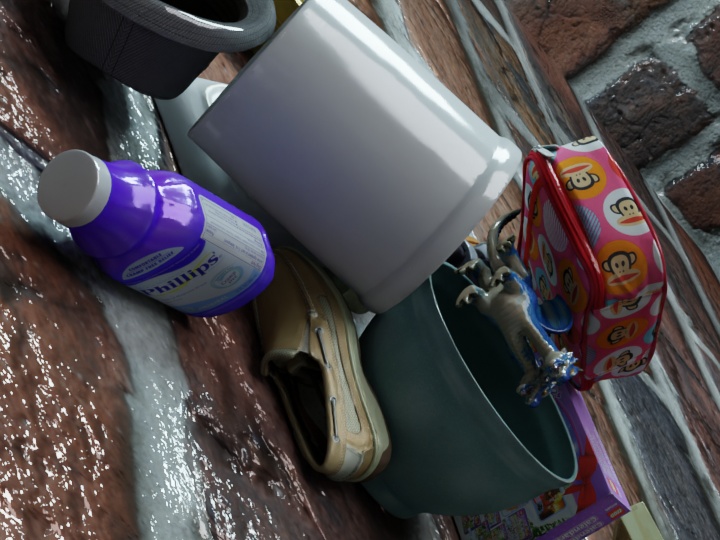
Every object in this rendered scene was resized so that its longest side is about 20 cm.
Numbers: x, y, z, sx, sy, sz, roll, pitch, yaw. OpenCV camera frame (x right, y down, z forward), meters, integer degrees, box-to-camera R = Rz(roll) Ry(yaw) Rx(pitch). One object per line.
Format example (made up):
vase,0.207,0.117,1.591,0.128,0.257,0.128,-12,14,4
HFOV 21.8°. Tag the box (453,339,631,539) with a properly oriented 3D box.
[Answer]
box,0.134,0.155,1.592,0.039,0.137,0.200,42,21,-43

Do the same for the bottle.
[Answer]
bottle,-0.135,-0.026,1.231,0.200,0.084,0.065,32,35,-59

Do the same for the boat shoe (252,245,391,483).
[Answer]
boat shoe,-0.043,0.063,1.382,0.076,0.072,0.200,10,45,-49

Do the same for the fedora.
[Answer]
fedora,-0.161,-0.195,1.438,0.177,0.090,0.200,27,23,-7

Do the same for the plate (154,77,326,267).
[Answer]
plate,-0.059,-0.085,1.534,0.200,0.032,0.200,8,44,-34

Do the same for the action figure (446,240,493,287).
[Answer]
action figure,0.123,0.021,1.685,0.200,0.069,0.130,26,26,-55

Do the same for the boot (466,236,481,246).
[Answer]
boot,0.079,-0.028,1.814,0.200,0.074,0.155,50,-11,-34

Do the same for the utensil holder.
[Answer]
utensil holder,-0.007,-0.094,1.417,0.200,0.170,0.170,41,17,-7

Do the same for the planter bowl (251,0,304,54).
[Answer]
planter bowl,-0.083,-0.266,1.895,0.200,0.083,0.200,50,15,-19

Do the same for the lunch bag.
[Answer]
lunch bag,0.183,-0.015,1.543,0.200,0.082,0.176,87,-16,-57

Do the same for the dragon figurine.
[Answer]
dragon figurine,0.125,0.030,1.456,0.099,0.059,0.200,51,17,-18

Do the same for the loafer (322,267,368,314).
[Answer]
loafer,0.000,0.000,1.616,0.067,0.076,0.200,50,15,-1

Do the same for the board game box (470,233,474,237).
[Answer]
board game box,0.139,0.027,2.072,0.200,0.035,0.126,52,16,-14

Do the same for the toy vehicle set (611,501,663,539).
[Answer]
toy vehicle set,0.271,0.310,1.744,0.200,0.027,0.124,85,-18,-61

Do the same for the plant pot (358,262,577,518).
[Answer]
plant pot,0.059,0.111,1.454,0.200,0.134,0.200,50,17,-21
